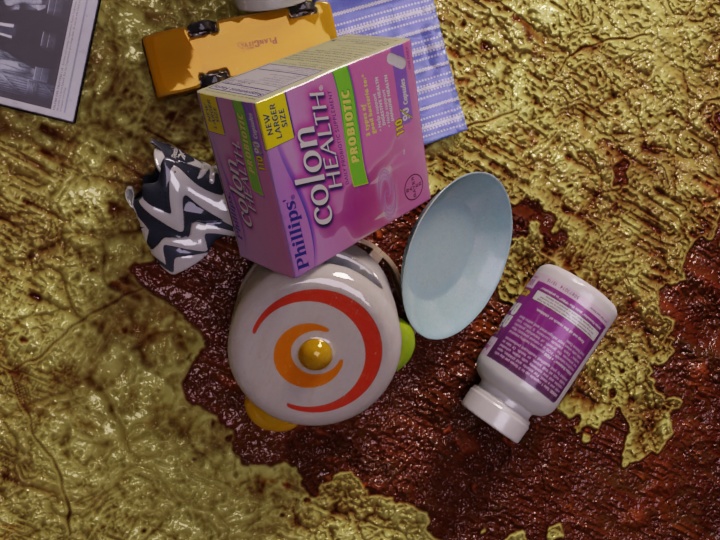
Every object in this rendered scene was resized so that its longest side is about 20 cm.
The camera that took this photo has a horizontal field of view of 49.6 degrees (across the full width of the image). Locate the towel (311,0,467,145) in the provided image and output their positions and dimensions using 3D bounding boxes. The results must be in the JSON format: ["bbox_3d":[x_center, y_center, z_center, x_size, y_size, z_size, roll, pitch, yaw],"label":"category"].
[{"bbox_3d":[0.036,-0.238,0.901,0.144,0.024,0.201,-19,101,-11],"label":"towel"}]

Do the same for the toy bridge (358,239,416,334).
[{"bbox_3d":[0.000,0.000,0.918,0.200,0.027,0.067,41,83,-15],"label":"toy bridge"}]

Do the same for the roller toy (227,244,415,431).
[{"bbox_3d":[-0.051,0.066,0.836,0.199,0.140,0.183,-20,109,4],"label":"roller toy"}]

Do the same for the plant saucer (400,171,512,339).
[{"bbox_3d":[0.104,-0.020,0.906,0.200,0.039,0.202,-23,124,-38],"label":"plant saucer"}]

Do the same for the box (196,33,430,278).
[{"bbox_3d":[-0.037,-0.122,0.781,0.199,0.096,0.177,-31,125,-33],"label":"box"}]

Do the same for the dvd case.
[{"bbox_3d":[-0.378,-0.248,0.792,0.199,0.025,0.151,12,93,-16],"label":"dvd case"}]

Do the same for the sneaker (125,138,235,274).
[{"bbox_3d":[-0.161,-0.102,0.836,0.199,0.080,0.130,-33,112,2],"label":"sneaker"}]

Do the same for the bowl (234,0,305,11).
[{"bbox_3d":[-0.096,-0.326,0.783,0.199,0.200,0.108,-16,121,-12],"label":"bowl"}]

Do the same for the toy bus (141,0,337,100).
[{"bbox_3d":[-0.126,-0.233,0.830,0.199,0.078,0.066,-15,99,-12],"label":"toy bus"}]

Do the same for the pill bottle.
[{"bbox_3d":[0.210,0.102,0.941,0.112,0.112,0.201,36,87,-16],"label":"pill bottle"}]
